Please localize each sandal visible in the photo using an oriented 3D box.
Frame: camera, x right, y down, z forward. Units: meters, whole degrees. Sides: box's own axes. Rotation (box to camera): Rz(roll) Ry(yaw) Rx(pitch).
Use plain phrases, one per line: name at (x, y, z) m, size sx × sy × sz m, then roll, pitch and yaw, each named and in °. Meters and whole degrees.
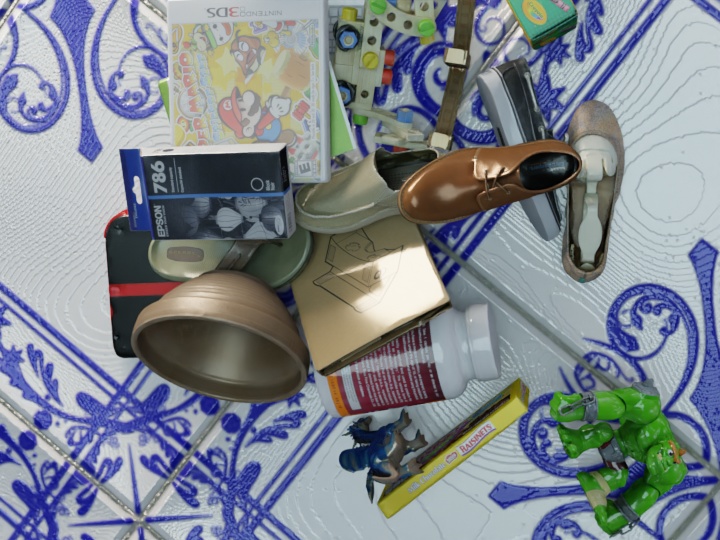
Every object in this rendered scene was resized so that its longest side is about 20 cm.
sandal at (-0.150, -0.019, 1.350) m, size 0.198 × 0.057 × 0.081 m, roll -3°, pitch 74°, yaw 12°

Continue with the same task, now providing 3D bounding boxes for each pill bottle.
pill bottle at (0.053, 0.095, 1.336) m, size 0.198 × 0.113 × 0.114 m, roll -10°, pitch 94°, yaw 11°

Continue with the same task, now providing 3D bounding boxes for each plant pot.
plant pot at (-0.149, 0.063, 1.334) m, size 0.198 × 0.202 × 0.094 m, roll 5°, pitch 59°, yaw 10°

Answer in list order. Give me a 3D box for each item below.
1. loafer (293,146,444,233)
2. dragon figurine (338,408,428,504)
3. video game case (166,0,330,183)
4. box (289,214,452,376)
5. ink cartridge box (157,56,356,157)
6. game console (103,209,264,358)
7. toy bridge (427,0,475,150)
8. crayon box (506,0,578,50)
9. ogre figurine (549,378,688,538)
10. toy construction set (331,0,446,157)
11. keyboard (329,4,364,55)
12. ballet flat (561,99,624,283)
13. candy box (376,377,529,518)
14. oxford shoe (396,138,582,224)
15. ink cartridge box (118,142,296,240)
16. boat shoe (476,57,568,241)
loafer at (0.014, -0.096, 1.312) m, size 0.198 × 0.069 × 0.076 m, roll -12°, pitch 49°, yaw 11°
dragon figurine at (0.016, 0.213, 1.314) m, size 0.099 × 0.200 × 0.059 m, roll -34°, pitch 103°, yaw 19°
video game case at (-0.122, -0.196, 1.305) m, size 0.180 × 0.023 × 0.203 m, roll 1°, pitch 97°, yaw 13°
box at (0.000, 0.000, 1.321) m, size 0.162 × 0.021 × 0.201 m, roll -29°, pitch 49°, yaw 11°
ink cartridge box at (-0.109, -0.173, 1.355) m, size 0.198 × 0.076 × 0.149 m, roll -17°, pitch 92°, yaw 13°
game console at (-0.206, 0.013, 1.421) m, size 0.198 × 0.031 × 0.179 m, roll -2°, pitch 98°, yaw 11°
toy bridge at (0.106, -0.234, 1.318) m, size 0.027 × 0.067 × 0.202 m, roll 10°, pitch 96°, yaw 9°
crayon box at (0.160, -0.339, 1.272) m, size 0.058 × 0.119 × 0.201 m, roll -28°, pitch 90°, yaw 11°
ogre figurine at (0.288, 0.195, 1.310) m, size 0.119 × 0.098 × 0.202 m, roll -26°, pitch 98°, yaw 1°
toy construction set at (0.032, -0.230, 1.326) m, size 0.129 × 0.092 × 0.203 m, roll 4°, pitch 98°, yaw -8°
keyboard at (-0.093, -0.276, 1.378) m, size 0.198 × 0.011 × 0.057 m, roll 1°, pitch 96°, yaw 10°
ballet flat at (0.255, -0.085, 1.306) m, size 0.067 × 0.067 × 0.203 m, roll 1°, pitch 95°, yaw 10°
candy box at (0.106, 0.198, 1.342) m, size 0.199 × 0.102 × 0.026 m, roll -40°, pitch 87°, yaw 11°
oxford shoe at (0.134, -0.095, 1.237) m, size 0.198 × 0.071 × 0.072 m, roll -17°, pitch 99°, yaw -2°
ink cartridge box at (-0.172, -0.084, 1.301) m, size 0.198 × 0.039 × 0.101 m, roll -1°, pitch 110°, yaw 14°
boat shoe at (0.192, -0.133, 1.311) m, size 0.067 × 0.074 × 0.201 m, roll -23°, pitch 97°, yaw -4°
